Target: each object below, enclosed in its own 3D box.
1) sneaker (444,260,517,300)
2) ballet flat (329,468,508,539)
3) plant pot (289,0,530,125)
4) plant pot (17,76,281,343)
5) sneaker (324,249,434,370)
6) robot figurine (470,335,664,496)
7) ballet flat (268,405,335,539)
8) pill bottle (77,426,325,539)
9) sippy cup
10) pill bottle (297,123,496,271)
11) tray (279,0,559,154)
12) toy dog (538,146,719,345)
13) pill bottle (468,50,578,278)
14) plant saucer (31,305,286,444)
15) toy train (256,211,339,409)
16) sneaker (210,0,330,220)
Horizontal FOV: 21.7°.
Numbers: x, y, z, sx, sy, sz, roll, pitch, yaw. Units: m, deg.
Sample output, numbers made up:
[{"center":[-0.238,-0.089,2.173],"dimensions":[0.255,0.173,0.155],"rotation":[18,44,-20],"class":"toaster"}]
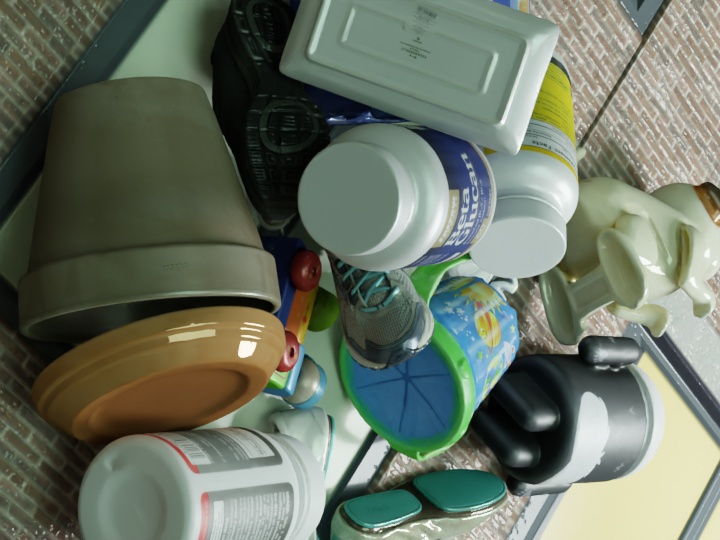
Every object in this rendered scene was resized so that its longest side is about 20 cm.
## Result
[{"center":[0.134,-0.068,1.738],"dimensions":[0.081,0.075,0.202],"rotation":[34,72,-29],"class":"sneaker"},{"center":[0.048,0.226,1.709],"dimensions":[0.198,0.067,0.063],"rotation":[-5,126,-37],"class":"ballet flat"},{"center":[0.031,-0.218,1.555],"dimensions":[0.199,0.179,0.203],"rotation":[-7,100,-41],"class":"plant pot"},{"center":[-0.166,-0.047,1.411],"dimensions":[0.199,0.199,0.176],"rotation":[0,79,-41],"class":"plant pot"},{"center":[0.000,0.000,1.557],"dimensions":[0.077,0.201,0.087],"rotation":[-27,131,5],"class":"sneaker"},{"center":[0.199,0.140,1.782],"dimensions":[0.199,0.150,0.126],"rotation":[3,71,-41],"class":"robot figurine"},{"center":[-0.066,0.215,1.602],"dimensions":[0.069,0.069,0.203],"rotation":[10,84,-41],"class":"ballet flat"},{"center":[-0.120,0.183,1.482],"dimensions":[0.199,0.113,0.115],"rotation":[4,93,-59],"class":"pill bottle"},{"center":[0.071,0.071,1.663],"dimensions":[0.140,0.178,0.130],"rotation":[50,45,6],"class":"sippy cup"},{"center":[0.026,-0.056,1.437],"dimensions":[0.200,0.110,0.113],"rotation":[-9,102,-69],"class":"pill bottle"},{"center":[0.044,-0.170,1.436],"dimensions":[0.022,0.198,0.108],"rotation":[-41,150,-83],"class":"tray"},{"center":[0.273,-0.026,1.838],"dimensions":[0.199,0.140,0.195],"rotation":[-9,64,-39],"class":"toy dog"},{"center":[0.135,-0.098,1.652],"dimensions":[0.112,0.112,0.202],"rotation":[37,41,-37],"class":"pill bottle"},{"center":[-0.149,0.086,1.423],"dimensions":[0.199,0.200,0.038],"rotation":[1,61,-41],"class":"plant saucer"},{"center":[-0.054,0.011,1.581],"dimensions":[0.116,0.084,0.202],"rotation":[40,60,-54],"class":"toy train"},{"center":[-0.078,-0.121,1.486],"dimensions":[0.075,0.091,0.202],"rotation":[10,55,-27],"class":"sneaker"}]
